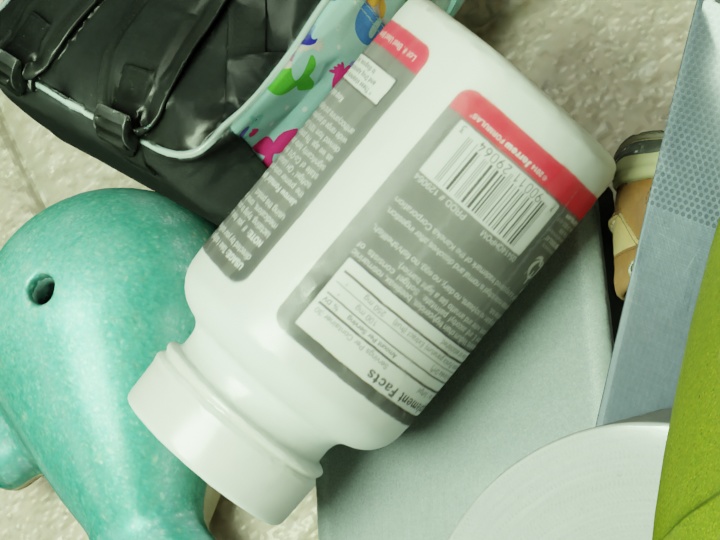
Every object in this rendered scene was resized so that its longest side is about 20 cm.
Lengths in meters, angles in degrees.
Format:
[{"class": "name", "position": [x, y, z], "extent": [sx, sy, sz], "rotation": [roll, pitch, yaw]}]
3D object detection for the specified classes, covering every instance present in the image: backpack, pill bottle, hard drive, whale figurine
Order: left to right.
[{"class": "whale figurine", "position": [-0.106, 0.057, 1.132], "extent": [0.158, 0.104, 0.201], "rotation": [-19, 61, 22]}, {"class": "backpack", "position": [-0.043, -0.123, 1.146], "extent": [0.177, 0.150, 0.201], "rotation": [27, 82, 38]}, {"class": "pill bottle", "position": [0.000, 0.000, 1.049], "extent": [0.200, 0.111, 0.111], "rotation": [-50, 54, 3]}, {"class": "hard drive", "position": [0.047, 0.069, 1.080], "extent": [0.139, 0.033, 0.201], "rotation": [-16, 61, 24]}]

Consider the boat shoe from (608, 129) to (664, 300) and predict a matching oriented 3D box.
[{"class": "boat shoe", "position": [0.184, -0.010, 1.017], "extent": [0.199, 0.075, 0.074], "rotation": [2, 75, 40]}]

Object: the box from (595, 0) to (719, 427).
[{"class": "box", "position": [0.178, 0.011, 0.951], "extent": [0.157, 0.051, 0.201], "rotation": [22, 110, 27]}]

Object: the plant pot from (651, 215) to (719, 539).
[{"class": "plant pot", "position": [0.178, 0.043, 0.793], "extent": [0.199, 0.200, 0.194], "rotation": [-14, 54, 25]}]

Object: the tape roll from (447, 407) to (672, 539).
[{"class": "tape roll", "position": [0.119, 0.150, 0.934], "extent": [0.199, 0.066, 0.202], "rotation": [2, 95, 31]}]
